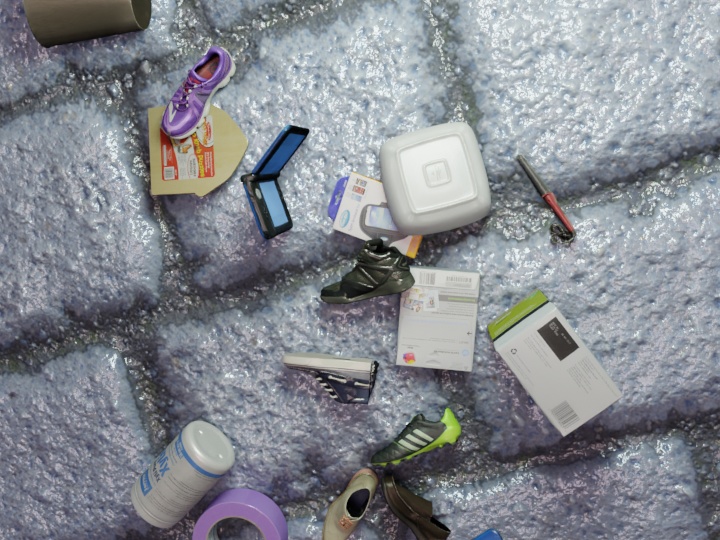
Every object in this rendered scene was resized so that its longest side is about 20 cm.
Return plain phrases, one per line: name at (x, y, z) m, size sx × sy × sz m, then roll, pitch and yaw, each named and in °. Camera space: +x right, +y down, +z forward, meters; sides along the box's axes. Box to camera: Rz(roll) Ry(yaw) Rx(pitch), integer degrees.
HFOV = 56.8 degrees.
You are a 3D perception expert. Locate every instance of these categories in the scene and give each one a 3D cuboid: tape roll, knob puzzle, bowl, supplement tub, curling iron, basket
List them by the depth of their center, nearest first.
bowl at (0.141, -0.175, 1.251) m, size 0.198 × 0.075 × 0.201 m, roll -14°, pitch 88°, yaw 2°
basket at (-0.515, -0.521, 1.273) m, size 0.199 × 0.136 × 0.182 m, roll 1°, pitch 103°, yaw 3°
curling iron at (0.353, -0.136, 1.281) m, size 0.049 × 0.026 × 0.201 m, roll -29°, pitch 95°, yaw 8°
knob puzzle at (-0.321, -0.244, 1.337) m, size 0.218 × 0.030 × 0.221 m, roll 0°, pitch 86°, yaw 3°
supplement tub at (-0.374, 0.429, 1.410) m, size 0.132 × 0.132 × 0.200 m, roll 43°, pitch 100°, yaw -2°
tape roll at (-0.262, 0.584, 1.456) m, size 0.199 × 0.066 × 0.202 m, roll 1°, pitch 100°, yaw 6°

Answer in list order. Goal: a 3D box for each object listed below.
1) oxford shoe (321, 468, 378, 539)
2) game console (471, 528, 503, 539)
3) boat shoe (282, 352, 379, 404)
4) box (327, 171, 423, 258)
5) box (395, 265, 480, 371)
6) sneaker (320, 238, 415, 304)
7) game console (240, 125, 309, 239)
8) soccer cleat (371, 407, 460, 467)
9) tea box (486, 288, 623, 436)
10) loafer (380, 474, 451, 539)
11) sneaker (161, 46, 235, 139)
oxford shoe at (-0.030, 0.516, 1.411) m, size 0.070 × 0.074 × 0.201 m, roll 26°, pitch 101°, yaw 2°
game console at (0.268, 0.681, 1.432) m, size 0.200 × 0.119 × 0.171 m, roll -37°, pitch 125°, yaw 11°
boat shoe at (-0.065, 0.223, 1.365) m, size 0.199 × 0.075 × 0.093 m, roll 6°, pitch 92°, yaw 5°
box at (0.035, -0.114, 1.317) m, size 0.199 × 0.041 × 0.120 m, roll 19°, pitch 101°, yaw 1°
box at (0.154, 0.095, 1.337) m, size 0.155 × 0.041 × 0.201 m, roll 4°, pitch 99°, yaw 7°
sneaker at (0.000, 0.000, 1.306) m, size 0.198 × 0.076 × 0.115 m, roll -15°, pitch 103°, yaw 28°
game console at (-0.135, -0.165, 1.239) m, size 0.118 × 0.200 × 0.172 m, roll -19°, pitch 97°, yaw 10°
soccer cleat at (0.109, 0.345, 1.378) m, size 0.199 × 0.068 × 0.081 m, roll -23°, pitch 78°, yaw 9°
tea box at (0.353, 0.163, 1.244) m, size 0.133 × 0.197 × 0.200 m, roll -37°, pitch 93°, yaw 10°
loafer at (0.117, 0.498, 1.398) m, size 0.071 × 0.073 × 0.200 m, roll -38°, pitch 101°, yaw 6°
sneaker at (-0.325, -0.350, 1.287) m, size 0.080 × 0.083 × 0.201 m, roll 33°, pitch 92°, yaw 4°
